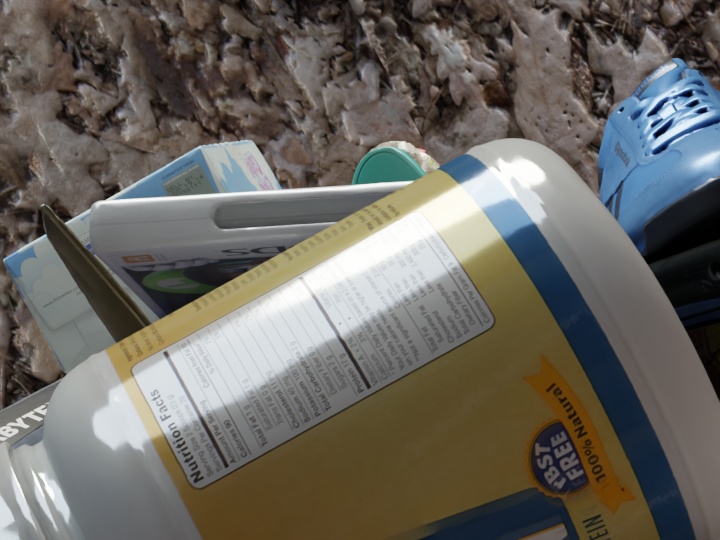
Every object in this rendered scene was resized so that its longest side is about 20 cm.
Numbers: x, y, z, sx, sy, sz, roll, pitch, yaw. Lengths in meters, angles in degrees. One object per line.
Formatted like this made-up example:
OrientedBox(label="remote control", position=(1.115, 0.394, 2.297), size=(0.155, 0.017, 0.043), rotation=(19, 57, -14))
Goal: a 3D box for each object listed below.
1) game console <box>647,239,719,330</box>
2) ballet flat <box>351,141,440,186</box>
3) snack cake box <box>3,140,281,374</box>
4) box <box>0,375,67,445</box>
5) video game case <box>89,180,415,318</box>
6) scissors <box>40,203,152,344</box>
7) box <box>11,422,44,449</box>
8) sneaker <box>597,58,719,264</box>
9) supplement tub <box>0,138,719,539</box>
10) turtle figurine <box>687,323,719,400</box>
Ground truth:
OrientedBox(label="game console", position=(0.134, 0.004, 0.872), size=(0.176, 0.031, 0.199), rotation=(-16, -4, -38))
OrientedBox(label="ballet flat", position=(0.054, 0.032, 1.097), size=(0.075, 0.201, 0.064), rotation=(-37, -26, 28))
OrientedBox(label="snack cake box", position=(-0.100, -0.012, 1.238), size=(0.114, 0.068, 0.200), rotation=(-30, 1, 5))
OrientedBox(label="box", position=(-0.057, 0.097, 1.002), size=(0.198, 0.050, 0.199), rotation=(24, 32, 31))
OrientedBox(label="video game case", position=(0.000, 0.000, 0.966), size=(0.180, 0.024, 0.200), rotation=(-3, -12, 6))
OrientedBox(label="scissors", position=(-0.043, 0.052, 0.773), size=(0.073, 0.201, 0.014), rotation=(-22, 29, -10))
OrientedBox(label="box", position=(-0.132, 0.144, 0.884), size=(0.199, 0.143, 0.036), rotation=(-33, -38, -4))
OrientedBox(label="sneaker", position=(0.121, -0.044, 0.929), size=(0.065, 0.079, 0.200), rotation=(-16, -2, 2))
OrientedBox(label="supplement tub", position=(-0.003, 0.066, 0.701), size=(0.199, 0.145, 0.145), rotation=(-29, -2, -6))
OrientedBox(label="turtle figurine", position=(0.164, 0.033, 1.033), size=(0.161, 0.065, 0.200), rotation=(-30, -2, 23))
